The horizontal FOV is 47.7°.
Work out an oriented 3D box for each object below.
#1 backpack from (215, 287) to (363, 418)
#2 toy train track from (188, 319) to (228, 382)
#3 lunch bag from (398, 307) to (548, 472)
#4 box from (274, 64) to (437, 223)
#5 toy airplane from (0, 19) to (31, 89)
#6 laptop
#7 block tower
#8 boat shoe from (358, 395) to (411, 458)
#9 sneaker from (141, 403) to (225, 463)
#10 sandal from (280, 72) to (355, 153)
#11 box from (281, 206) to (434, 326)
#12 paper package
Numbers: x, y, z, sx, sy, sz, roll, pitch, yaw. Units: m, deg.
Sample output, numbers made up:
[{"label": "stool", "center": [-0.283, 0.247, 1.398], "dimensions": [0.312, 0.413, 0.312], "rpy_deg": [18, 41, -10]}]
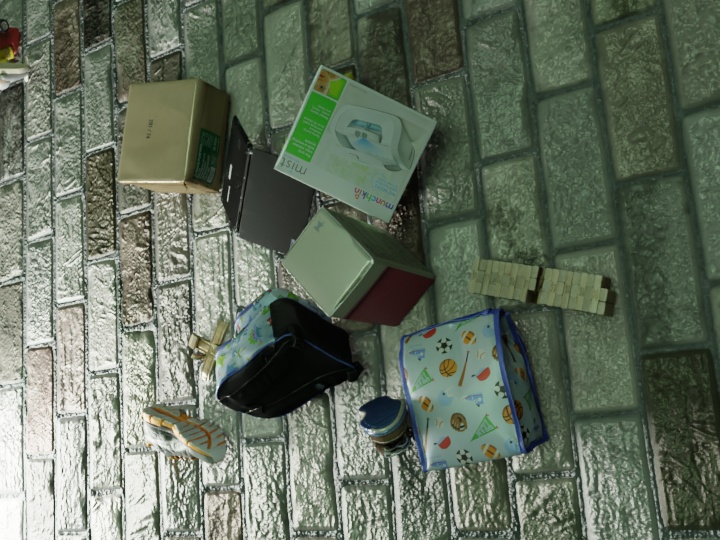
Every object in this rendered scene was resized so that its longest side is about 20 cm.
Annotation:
[{"label": "backpack", "center": [-0.132, 0.139, 1.318], "dimensions": [0.200, 0.183, 0.147], "rpy_deg": [-39, 42, 23]}, {"label": "toy train track", "center": [-0.242, 0.160, 1.464], "dimensions": [0.200, 0.032, 0.115], "rpy_deg": [22, 95, 31]}, {"label": "lunch bag", "center": [0.156, 0.167, 1.164], "dimensions": [0.170, 0.124, 0.201], "rpy_deg": [-20, 82, 28]}, {"label": "box", "center": [-0.009, -0.197, 1.280], "dimensions": [0.199, 0.097, 0.177], "rpy_deg": [26, 98, -5]}, {"label": "toy airplane", "center": [-0.859, -0.467, 1.872], "dimensions": [0.199, 0.141, 0.200], "rpy_deg": [-27, 51, -8]}, {"label": "laptop", "center": [-0.166, -0.148, 1.431], "dimensions": [0.200, 0.103, 0.178], "rpy_deg": [-122, 39, -49]}, {"label": "block tower", "center": [0.258, 0.023, 1.160], "dimensions": [0.199, 0.058, 0.054], "rpy_deg": [10, 88, 31]}, {"label": "boat shoe", "center": [0.044, 0.232, 1.200], "dimensions": [0.072, 0.200, 0.073], "rpy_deg": [-27, 90, -2]}, {"label": "sneaker", "center": [-0.319, 0.308, 1.474], "dimensions": [0.200, 0.078, 0.078], "rpy_deg": [19, 106, 36]}, {"label": "sandal", "center": [-0.059, -0.235, 1.383], "dimensions": [0.087, 0.079, 0.200], "rpy_deg": [46, 118, 1]}, {"label": "box", "center": [0.000, 0.000, 1.236], "dimensions": [0.128, 0.200, 0.109], "rpy_deg": [46, 106, 28]}, {"label": "paper package", "center": [-0.354, -0.254, 1.550], "dimensions": [0.190, 0.103, 0.201], "rpy_deg": [4, 85, 32]}]
